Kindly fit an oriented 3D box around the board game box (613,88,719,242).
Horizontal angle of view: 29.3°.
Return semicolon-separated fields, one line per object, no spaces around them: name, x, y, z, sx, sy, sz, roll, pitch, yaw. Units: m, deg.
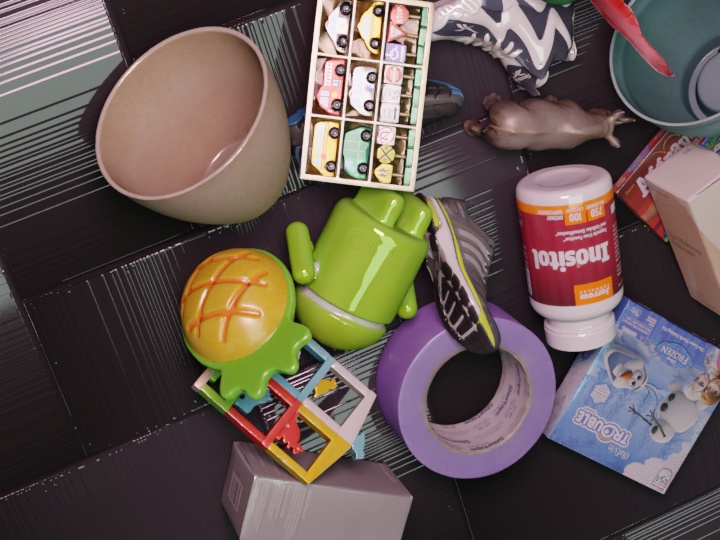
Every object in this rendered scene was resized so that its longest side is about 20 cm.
board game box;0.402;-0.142;1.675;0.103;0.019;0.200;39;91;-23

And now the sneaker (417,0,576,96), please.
sneaker;0.156;-0.248;1.525;0.198;0.079;0.130;-20;103;-23

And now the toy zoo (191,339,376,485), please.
toy zoo;-0.073;0.145;1.540;0.200;0.020;0.131;42;68;-4

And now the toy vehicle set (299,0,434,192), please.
toy vehicle set;0.006;-0.189;1.455;0.123;0.027;0.202;5;94;-5

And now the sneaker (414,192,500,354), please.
sneaker;0.122;-0.002;1.552;0.080;0.074;0.201;-10;70;-26

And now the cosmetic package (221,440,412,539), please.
cosmetic package;-0.051;0.266;1.599;0.199;0.107;0.091;8;103;-22

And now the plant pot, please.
plant pot;0.403;-0.235;1.568;0.134;0.200;0.201;27;97;-50

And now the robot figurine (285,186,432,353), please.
robot figurine;0.000;0.000;1.525;0.175;0.116;0.201;17;105;-38

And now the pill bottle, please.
pill bottle;0.248;-0.014;1.610;0.112;0.113;0.201;-16;110;-13

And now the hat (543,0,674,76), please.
hat;0.207;-0.296;1.474;0.165;0.200;0.177;-19;119;-25

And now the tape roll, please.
tape roll;0.124;0.138;1.630;0.199;0.085;0.201;-5;107;-16

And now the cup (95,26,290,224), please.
cup;-0.150;-0.127;1.417;0.200;0.200;0.143;-45;143;-1

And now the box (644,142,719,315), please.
box;0.424;-0.045;1.654;0.078;0.095;0.201;-35;122;-8

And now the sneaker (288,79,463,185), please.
sneaker;0.019;-0.156;1.518;0.199;0.073;0.082;-15;114;-3

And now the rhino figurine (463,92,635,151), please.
rhino figurine;0.224;-0.167;1.569;0.199;0.087;0.060;-2;107;-18

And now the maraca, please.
maraca;-0.124;0.054;1.464;0.137;0.200;0.107;-38;136;6

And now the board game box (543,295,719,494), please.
board game box;0.352;0.156;1.735;0.199;0.043;0.200;26;98;-24
